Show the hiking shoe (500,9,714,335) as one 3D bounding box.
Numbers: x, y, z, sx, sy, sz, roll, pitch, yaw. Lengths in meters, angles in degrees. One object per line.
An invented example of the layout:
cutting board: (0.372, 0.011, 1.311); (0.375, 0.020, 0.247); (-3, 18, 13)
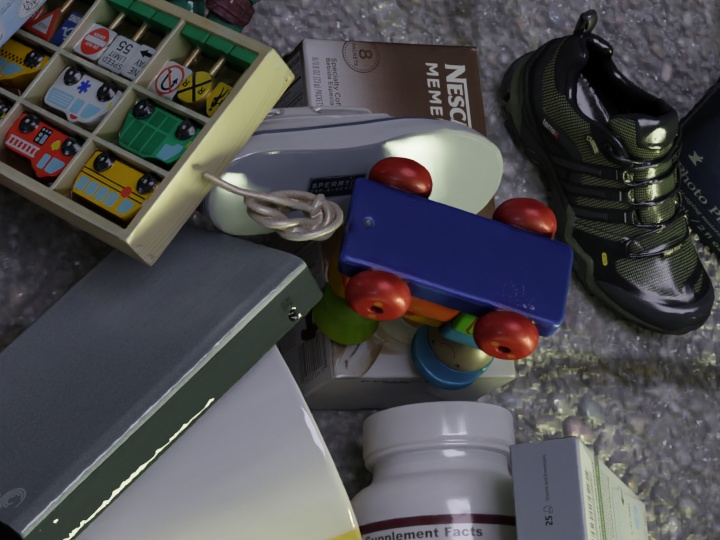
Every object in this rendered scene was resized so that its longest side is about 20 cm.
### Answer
hiking shoe: (0.159, -0.055, 1.372); (0.076, 0.101, 0.200); (-29, 86, -27)

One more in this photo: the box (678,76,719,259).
box: (0.309, -0.056, 1.382); (0.200, 0.198, 0.123); (46, 62, -2)

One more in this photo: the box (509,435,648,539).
box: (0.127, 0.186, 1.237); (0.041, 0.200, 0.157); (-9, 73, 16)

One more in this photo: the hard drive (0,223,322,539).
hard drive: (-0.131, 0.056, 1.146); (0.200, 0.139, 0.033); (-45, 125, -23)

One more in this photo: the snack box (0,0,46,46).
snack box: (-0.285, -0.156, 1.187); (0.200, 0.068, 0.169); (27, 60, 24)

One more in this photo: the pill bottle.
pill bottle: (0.048, 0.179, 1.242); (0.113, 0.113, 0.201); (5, 71, -22)

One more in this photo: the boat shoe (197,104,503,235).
boat shoe: (-0.012, -0.063, 1.230); (0.199, 0.074, 0.065); (2, 32, -39)

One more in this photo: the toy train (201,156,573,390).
toy train: (0.000, 0.000, 1.196); (0.199, 0.116, 0.085); (17, 61, -10)

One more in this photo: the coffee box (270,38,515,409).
coffee box: (0.013, -0.025, 1.312); (0.114, 0.080, 0.201); (2, 73, -22)

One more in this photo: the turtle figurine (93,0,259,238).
turtle figurine: (-0.117, -0.110, 1.277); (0.200, 0.149, 0.101); (-61, 145, -7)

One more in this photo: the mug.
mug: (-0.087, 0.135, 1.180); (0.153, 0.149, 0.187); (-24, 79, -9)

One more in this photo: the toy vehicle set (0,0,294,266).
toy vehicle set: (-0.141, -0.091, 1.199); (0.124, 0.200, 0.027); (-54, 139, -11)
